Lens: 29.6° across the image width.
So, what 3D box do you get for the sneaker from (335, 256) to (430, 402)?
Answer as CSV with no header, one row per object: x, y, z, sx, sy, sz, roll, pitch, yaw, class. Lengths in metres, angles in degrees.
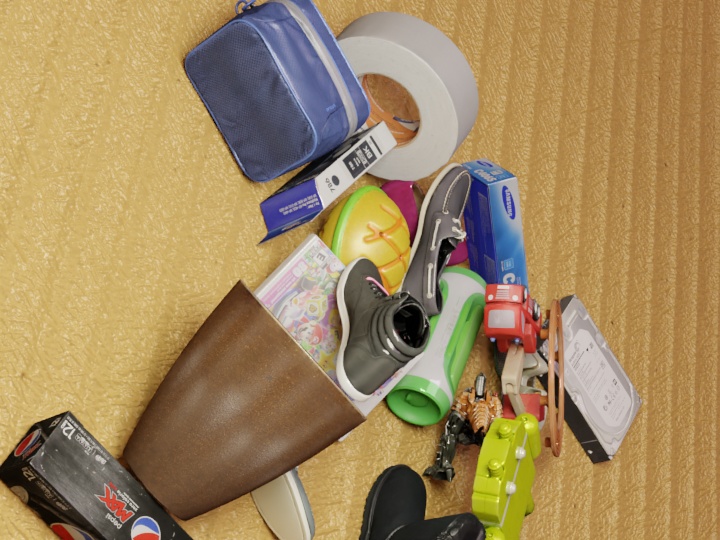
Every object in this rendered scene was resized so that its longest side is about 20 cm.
0.029,0.043,1.454,0.071,0.099,0.200,39,32,-27,sneaker

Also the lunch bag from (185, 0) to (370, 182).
-0.093,-0.219,1.561,0.132,0.136,0.200,-36,101,-47,lunch bag

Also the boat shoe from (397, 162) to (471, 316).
0.104,-0.035,1.666,0.073,0.063,0.200,40,69,-54,boat shoe

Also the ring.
0.243,0.136,1.732,0.200,0.019,0.201,0,90,-78,ring

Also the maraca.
0.000,0.000,1.602,0.137,0.107,0.200,12,86,-57,maraca

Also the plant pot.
-0.128,0.144,1.339,0.200,0.187,0.187,-43,112,-3,plant pot

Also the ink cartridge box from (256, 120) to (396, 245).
-0.046,-0.104,1.594,0.039,0.099,0.200,57,42,-13,ink cartridge box

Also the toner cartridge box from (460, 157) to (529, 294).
0.172,-0.035,1.743,0.043,0.095,0.200,-16,115,-16,toner cartridge box

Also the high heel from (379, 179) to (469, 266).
0.092,-0.057,1.721,0.200,0.096,0.068,19,62,-41,high heel

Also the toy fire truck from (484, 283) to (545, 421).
0.189,0.104,1.664,0.200,0.049,0.141,43,49,-67,toy fire truck

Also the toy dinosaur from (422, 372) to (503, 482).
0.132,0.189,1.641,0.200,0.102,0.136,20,78,-67,toy dinosaur

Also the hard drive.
0.317,0.151,1.921,0.200,0.038,0.140,56,43,-14,hard drive

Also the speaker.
0.097,0.091,1.678,0.088,0.088,0.200,46,47,-24,speaker

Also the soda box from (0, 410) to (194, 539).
-0.243,0.229,1.285,0.200,0.063,0.071,50,46,-20,soda box

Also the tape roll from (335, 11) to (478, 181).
0.039,-0.208,1.647,0.200,0.200,0.066,54,45,-17,tape roll

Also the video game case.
-0.038,0.077,1.535,0.143,0.018,0.200,-46,113,-8,video game case

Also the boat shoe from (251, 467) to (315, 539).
-0.087,0.197,1.455,0.062,0.073,0.200,-22,86,-44,boat shoe

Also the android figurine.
0.168,0.248,1.556,0.200,0.041,0.182,74,31,-49,android figurine

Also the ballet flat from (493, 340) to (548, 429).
0.216,0.151,1.792,0.072,0.072,0.201,24,58,-38,ballet flat

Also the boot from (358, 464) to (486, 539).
0.074,0.292,1.515,0.076,0.168,0.200,47,46,-23,boot
